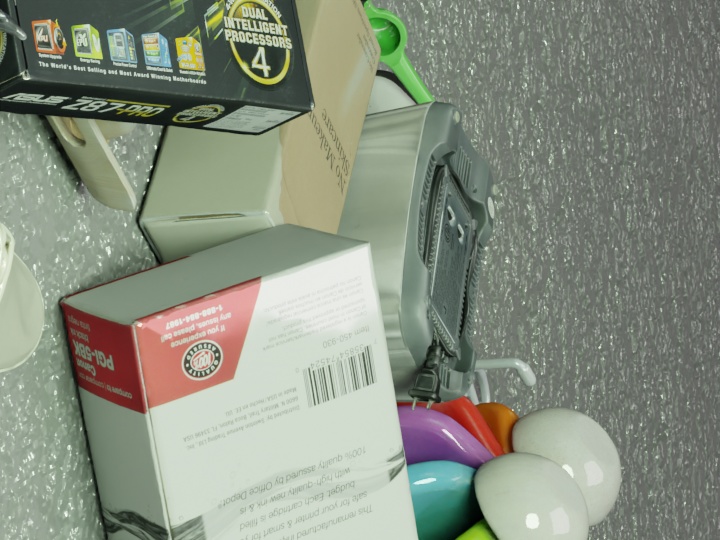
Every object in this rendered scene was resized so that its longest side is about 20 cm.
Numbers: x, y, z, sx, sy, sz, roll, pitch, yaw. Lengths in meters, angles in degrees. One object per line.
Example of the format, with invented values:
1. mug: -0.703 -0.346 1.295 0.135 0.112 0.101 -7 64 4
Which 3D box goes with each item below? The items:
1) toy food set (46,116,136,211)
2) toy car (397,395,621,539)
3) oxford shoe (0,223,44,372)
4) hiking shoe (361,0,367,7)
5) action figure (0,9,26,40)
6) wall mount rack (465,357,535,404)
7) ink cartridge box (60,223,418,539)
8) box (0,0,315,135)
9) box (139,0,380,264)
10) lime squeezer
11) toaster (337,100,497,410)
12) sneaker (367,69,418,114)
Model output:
1. toy food set: -0.122 -0.152 1.359 0.144 0.060 0.201 64 30 -47
2. toy car: 0.056 0.145 1.697 0.150 0.175 0.200 49 26 0
3. oxford shoe: -0.180 -0.003 1.186 0.200 0.057 0.076 49 40 -62
4. hiking shoe: -0.037 -0.223 1.581 0.200 0.074 0.087 60 26 -58
5. action figure: -0.153 -0.182 1.141 0.201 0.119 0.102 -56 -172 -15
6. wall mount rack: 0.102 0.165 1.895 0.201 0.074 0.174 -73 151 -42
7. ink cartridge box: -0.058 0.094 1.376 0.146 0.083 0.202 -18 108 -31
8. box: -0.114 -0.151 1.274 0.199 0.049 0.162 3 70 -49
9. box: -0.053 -0.077 1.508 0.095 0.077 0.201 63 31 -47
10. lime squeezer: 0.006 -0.164 1.691 0.201 0.038 0.071 65 9 5
11. toaster: 0.000 0.000 1.567 0.114 0.128 0.201 56 36 -53
12. sneaker: 0.010 -0.024 1.685 0.108 0.067 0.203 -14 95 -62
